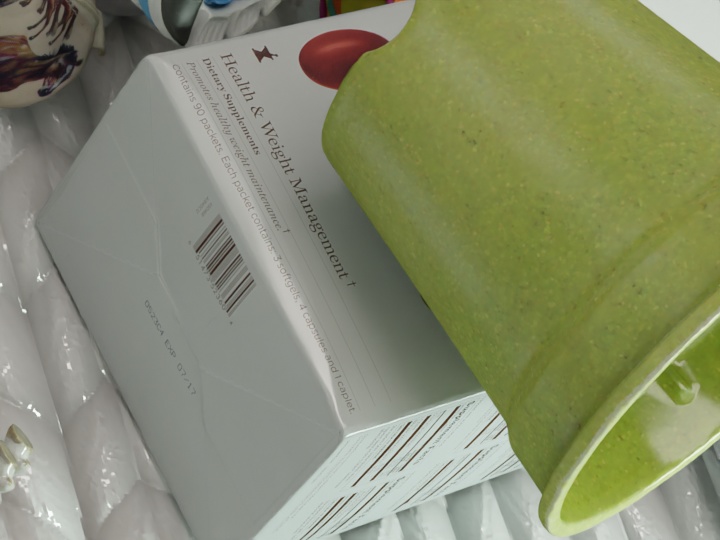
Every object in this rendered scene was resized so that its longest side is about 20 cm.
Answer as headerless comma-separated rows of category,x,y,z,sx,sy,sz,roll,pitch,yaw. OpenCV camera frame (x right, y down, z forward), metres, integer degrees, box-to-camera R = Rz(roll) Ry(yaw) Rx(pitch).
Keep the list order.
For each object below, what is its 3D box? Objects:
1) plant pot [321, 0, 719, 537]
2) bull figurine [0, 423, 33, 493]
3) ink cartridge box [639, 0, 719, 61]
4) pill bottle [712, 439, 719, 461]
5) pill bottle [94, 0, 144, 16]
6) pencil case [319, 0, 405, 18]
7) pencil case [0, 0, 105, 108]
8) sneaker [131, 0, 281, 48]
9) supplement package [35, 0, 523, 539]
plant pot,0.090,-0.028,1.147,0.200,0.200,0.184,-28,67,-39
bull figurine,-0.170,0.127,1.112,0.121,0.065,0.200,-34,69,4
ink cartridge box,0.144,-0.121,1.354,0.161,0.050,0.200,34,36,-38
pill bottle,0.228,0.074,1.389,0.114,0.114,0.200,-9,66,-34
pill bottle,-0.123,-0.231,1.381,0.109,0.109,0.200,-11,67,-35
pencil case,0.076,-0.119,1.444,0.200,0.088,0.089,2,60,-30
pencil case,-0.174,-0.152,1.247,0.089,0.200,0.078,0,60,14
sneaker,-0.041,-0.167,1.284,0.087,0.075,0.200,32,40,32
supplement package,0.000,0.000,1.280,0.200,0.147,0.191,-16,70,-36
